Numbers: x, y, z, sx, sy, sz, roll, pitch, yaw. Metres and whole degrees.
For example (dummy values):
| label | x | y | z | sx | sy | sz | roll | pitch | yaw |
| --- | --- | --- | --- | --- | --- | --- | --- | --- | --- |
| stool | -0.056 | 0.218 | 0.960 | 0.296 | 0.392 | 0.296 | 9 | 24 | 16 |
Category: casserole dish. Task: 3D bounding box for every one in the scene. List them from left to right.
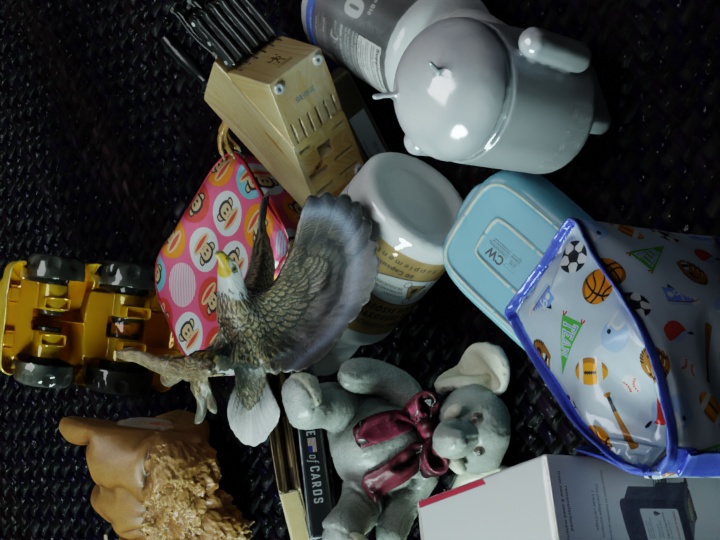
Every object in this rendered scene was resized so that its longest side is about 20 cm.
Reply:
| label | x | y | z | sx | sy | sz | roll | pitch | yaw |
| --- | --- | --- | --- | --- | --- | --- | --- | --- | --- |
| casserole dish | 0.141 | 0.000 | 1.636 | 0.200 | 0.039 | 0.121 | 44 | 111 | 31 |

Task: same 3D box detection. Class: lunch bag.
| label | x | y | z | sx | sy | sz | roll | pitch | yaw |
| --- | --- | --- | --- | --- | --- | --- | --- | --- | --- |
| lunch bag | -0.111 | 0.005 | 1.943 | 0.200 | 0.082 | 0.177 | -54 | 49 | 31 |
| lunch bag | 0.225 | 0.073 | 1.454 | 0.124 | 0.169 | 0.200 | -60 | 45 | 32 |

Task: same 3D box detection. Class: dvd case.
| label | x | y | z | sx | sy | sz | roll | pitch | yaw |
| --- | --- | --- | --- | --- | --- | --- | --- | --- | --- |
| dvd case | -0.038 | 0.177 | 1.784 | 0.200 | 0.025 | 0.151 | 81 | -178 | -75 |

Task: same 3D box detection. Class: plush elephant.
| label | x | y | z | sx | sy | sz | roll | pitch | yaw |
| --- | --- | --- | --- | --- | --- | --- | --- | --- | --- |
| plush elephant | 0.055 | 0.142 | 1.679 | 0.154 | 0.200 | 0.166 | -13 | 90 | 28 |

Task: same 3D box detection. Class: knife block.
| label | x | y | z | sx | sy | sz | roll | pitch | yaw |
| --- | --- | --- | --- | --- | --- | --- | --- | --- | --- |
| knife block | -0.095 | -0.158 | 1.794 | 0.175 | 0.064 | 0.201 | 22 | 142 | 48 |

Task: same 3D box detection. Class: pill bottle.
| label | x | y | z | sx | sy | sz | roll | pitch | yaw |
| --- | --- | --- | --- | --- | --- | --- | --- | --- | --- |
| pill bottle | 0.000 | 0.000 | 1.782 | 0.200 | 0.114 | 0.115 | -49 | 51 | 36 |
| pill bottle | 0.045 | -0.204 | 1.750 | 0.200 | 0.113 | 0.114 | 36 | 113 | 46 |

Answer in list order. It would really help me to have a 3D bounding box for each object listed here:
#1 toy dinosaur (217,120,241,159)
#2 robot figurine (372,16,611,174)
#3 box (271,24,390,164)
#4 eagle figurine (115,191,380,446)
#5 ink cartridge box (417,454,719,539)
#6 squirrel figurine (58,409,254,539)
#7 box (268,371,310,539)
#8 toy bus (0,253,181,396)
| label | x | y | z | sx | sy | sz | roll | pitch | yaw |
| --- | --- | --- | --- | --- | --- | --- | --- | --- | --- |
| toy dinosaur | -0.099 | -0.163 | 1.883 | 0.106 | 0.060 | 0.200 | -33 | 96 | 41 |
| robot figurine | 0.108 | -0.138 | 1.598 | 0.170 | 0.199 | 0.113 | -42 | 55 | 41 |
| box | -0.053 | -0.168 | 1.872 | 0.032 | 0.121 | 0.200 | -40 | 42 | -11 |
| eagle figurine | -0.084 | 0.029 | 1.698 | 0.152 | 0.200 | 0.151 | 38 | 147 | 14 |
| ink cartridge box | 0.165 | 0.197 | 1.491 | 0.145 | 0.199 | 0.085 | -27 | 63 | 46 |
| squirrel figurine | -0.198 | 0.246 | 1.985 | 0.200 | 0.141 | 0.188 | 12 | 102 | 53 |
| box | -0.063 | 0.173 | 1.800 | 0.200 | 0.021 | 0.164 | 81 | 178 | -56 |
| toy bus | -0.305 | 0.047 | 2.094 | 0.192 | 0.199 | 0.136 | 12 | 94 | 58 |
